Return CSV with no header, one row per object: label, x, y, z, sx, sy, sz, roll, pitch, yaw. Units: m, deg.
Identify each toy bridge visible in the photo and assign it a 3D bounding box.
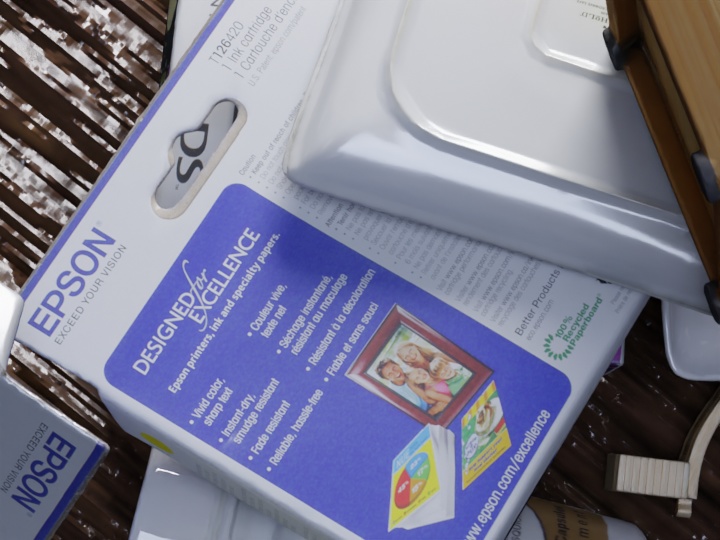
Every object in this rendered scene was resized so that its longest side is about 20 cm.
toy bridge,0.146,0.004,0.977,0.067,0.027,0.200,7,85,-5

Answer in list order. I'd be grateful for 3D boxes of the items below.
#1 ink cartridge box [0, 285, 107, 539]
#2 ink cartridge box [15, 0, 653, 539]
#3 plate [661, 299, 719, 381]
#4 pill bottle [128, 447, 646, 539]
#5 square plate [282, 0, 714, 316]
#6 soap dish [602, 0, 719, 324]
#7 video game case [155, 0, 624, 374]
ink cartridge box,-0.203,0.049,0.869,0.200,0.198,0.047,33,44,-4
ink cartridge box,0.000,0.000,0.882,0.200,0.047,0.198,31,72,8
plate,0.207,-0.057,0.966,0.200,0.032,0.200,-2,84,-17
pill bottle,0.005,0.132,0.916,0.200,0.114,0.115,14,86,-3
square plate,0.091,-0.094,0.889,0.200,0.028,0.198,18,66,-1
soap dish,0.133,-0.069,0.772,0.081,0.200,0.158,-20,71,3
video game case,0.016,-0.059,0.946,0.200,0.036,0.182,9,78,-10
